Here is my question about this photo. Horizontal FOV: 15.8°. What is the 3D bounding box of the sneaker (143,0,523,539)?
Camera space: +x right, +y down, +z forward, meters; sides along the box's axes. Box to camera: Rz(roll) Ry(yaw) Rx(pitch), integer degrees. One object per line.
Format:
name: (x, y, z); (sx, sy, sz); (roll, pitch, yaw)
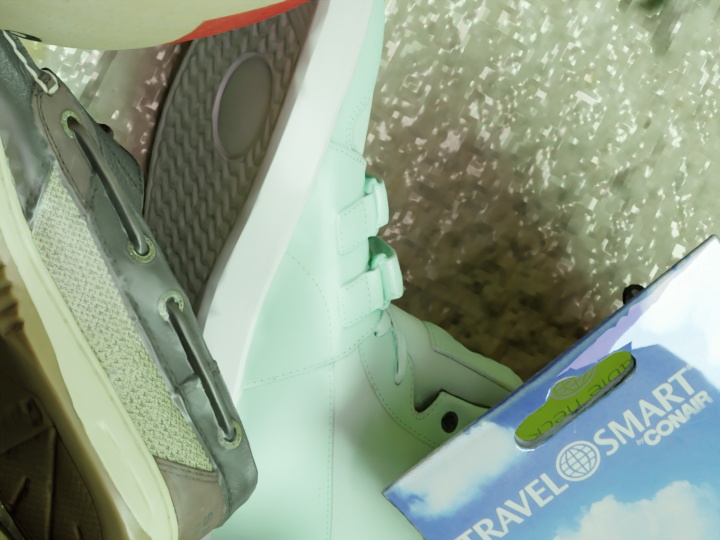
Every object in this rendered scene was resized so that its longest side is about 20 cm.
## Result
sneaker: (0.000, 0.000, 0.762); (0.118, 0.074, 0.201); (5, 109, -29)

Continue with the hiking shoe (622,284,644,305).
hiking shoe: (0.052, 0.099, 0.834); (0.101, 0.076, 0.200); (44, 101, 4)

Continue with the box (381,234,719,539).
box: (0.107, 0.086, 0.755); (0.122, 0.048, 0.200); (-38, 114, 7)

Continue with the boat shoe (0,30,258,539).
boat shoe: (-0.090, -0.013, 0.696); (0.065, 0.073, 0.200); (-26, 96, -41)

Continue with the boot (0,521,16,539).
boot: (-0.170, 0.095, 0.656); (0.155, 0.072, 0.200); (-44, 125, -7)

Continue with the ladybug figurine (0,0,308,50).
ladybug figurine: (-0.039, -0.119, 0.674); (0.200, 0.136, 0.072); (-33, 158, -31)
